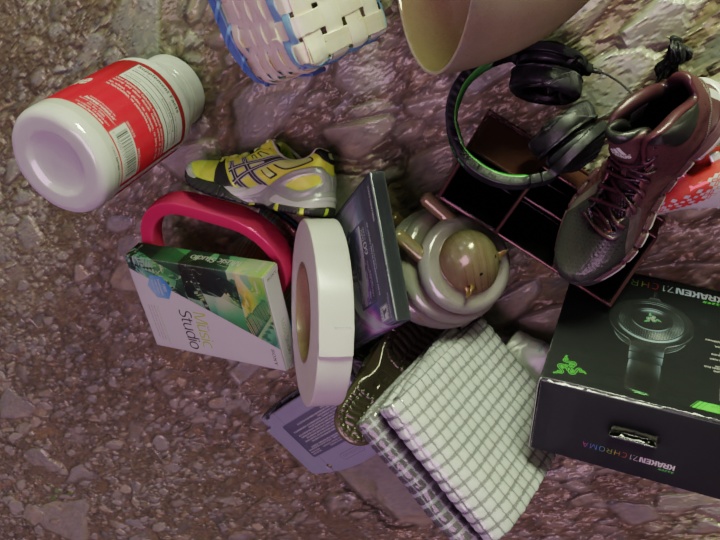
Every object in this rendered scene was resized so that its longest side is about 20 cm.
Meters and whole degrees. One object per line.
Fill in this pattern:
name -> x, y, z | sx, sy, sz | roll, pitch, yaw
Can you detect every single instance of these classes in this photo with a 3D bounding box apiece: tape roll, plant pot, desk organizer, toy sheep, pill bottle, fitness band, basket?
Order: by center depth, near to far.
plant pot -> 0.114, -0.255, 0.575 | 0.134, 0.200, 0.201 | -7, 127, -12
basket -> -0.074, -0.254, 0.694 | 0.200, 0.139, 0.177 | 21, 138, 50
desk organizer -> 0.180, -0.059, 0.731 | 0.200, 0.077, 0.072 | 32, 131, 2
toy sheep -> 0.080, -0.004, 0.788 | 0.138, 0.138, 0.200 | 44, 166, -7
pill bottle -> -0.251, -0.153, 0.800 | 0.112, 0.200, 0.112 | 13, 127, 18
tape roll -> -0.044, 0.044, 0.816 | 0.037, 0.203, 0.203 | 0, 129, -12
fitness band -> -0.173, -0.023, 0.929 | 0.200, 0.037, 0.144 | 15, 131, 16

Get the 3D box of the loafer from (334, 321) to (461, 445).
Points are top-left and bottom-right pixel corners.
loafer -> 0.035, 0.112, 0.864 | 0.076, 0.200, 0.067 | 46, 157, 0

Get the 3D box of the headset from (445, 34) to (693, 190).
headset -> 0.171, -0.144, 0.648 | 0.200, 0.094, 0.124 | -16, 84, 4

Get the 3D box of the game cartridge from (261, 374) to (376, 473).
game cartridge -> -0.036, 0.210, 1.059 | 0.133, 0.042, 0.200 | 43, 131, -12

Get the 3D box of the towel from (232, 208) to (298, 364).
towel -> -0.103, 0.023, 0.969 | 0.147, 0.022, 0.200 | 36, 131, -1

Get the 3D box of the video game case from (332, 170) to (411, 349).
video game case -> 0.000, 0.000, 0.790 | 0.200, 0.019, 0.143 | 140, 122, -68

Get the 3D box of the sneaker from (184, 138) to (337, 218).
sneaker -> -0.109, -0.108, 0.860 | 0.200, 0.075, 0.077 | 12, 93, 25

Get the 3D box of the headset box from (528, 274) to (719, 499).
headset box -> 0.263, 0.099, 0.720 | 0.174, 0.200, 0.093 | 13, 128, 19

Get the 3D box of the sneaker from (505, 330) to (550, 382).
sneaker -> 0.203, 0.165, 0.873 | 0.080, 0.070, 0.200 | 17, 131, 34

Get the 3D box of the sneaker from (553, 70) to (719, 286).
sneaker -> 0.204, -0.077, 0.614 | 0.076, 0.115, 0.200 | 43, 112, 31

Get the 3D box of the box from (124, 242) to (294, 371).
box -> -0.181, 0.044, 0.936 | 0.200, 0.036, 0.144 | 7, 128, 23

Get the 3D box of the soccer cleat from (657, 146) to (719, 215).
soccer cleat -> 0.331, -0.079, 0.649 | 0.200, 0.069, 0.085 | -29, 103, 33

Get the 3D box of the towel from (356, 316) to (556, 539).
towel -> 0.104, 0.155, 0.767 | 0.166, 0.200, 0.086 | 49, 129, 3

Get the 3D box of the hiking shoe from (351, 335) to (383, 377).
hiking shoe -> 0.033, 0.141, 0.947 | 0.200, 0.076, 0.101 | 25, 127, 8
